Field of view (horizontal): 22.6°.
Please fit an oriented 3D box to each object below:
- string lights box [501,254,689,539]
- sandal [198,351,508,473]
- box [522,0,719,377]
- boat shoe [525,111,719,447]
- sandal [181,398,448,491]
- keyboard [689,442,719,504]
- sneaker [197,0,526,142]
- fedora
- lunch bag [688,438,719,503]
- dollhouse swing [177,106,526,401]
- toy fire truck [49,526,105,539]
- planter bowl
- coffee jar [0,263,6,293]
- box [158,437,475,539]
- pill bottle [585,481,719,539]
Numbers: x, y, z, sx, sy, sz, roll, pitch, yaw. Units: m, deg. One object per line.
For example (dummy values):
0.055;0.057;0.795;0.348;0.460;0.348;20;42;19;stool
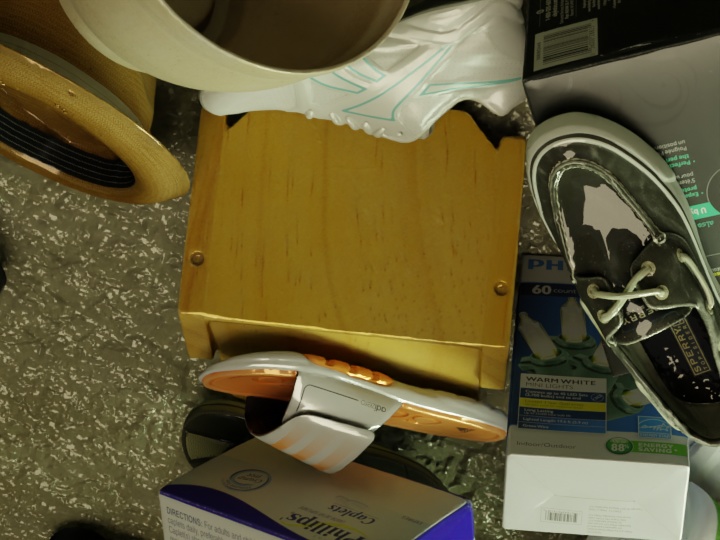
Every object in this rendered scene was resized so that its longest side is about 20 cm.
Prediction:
0.141;0.072;1.079;0.102;0.200;0.059;3;125;5;string lights box
0.000;0.097;1.112;0.206;0.059;0.079;14;161;-19;sandal
0.176;-0.068;1.013;0.124;0.149;0.201;-12;121;16;box
0.150;0.007;0.938;0.071;0.064;0.200;-25;116;25;boat shoe
-0.024;0.133;1.233;0.200;0.057;0.080;25;113;-1;sandal
0.232;0.125;1.134;0.056;0.011;0.200;27;125;-10;keyboard
0.003;-0.108;1.046;0.199;0.070;0.081;-11;108;11;sneaker
-0.178;-0.114;1.054;0.200;0.082;0.201;22;164;6;fedora
0.236;0.160;1.203;0.160;0.076;0.201;-2;122;12;lunch bag
0.000;0.000;1.153;0.199;0.176;0.183;5;83;5;dollhouse swing
-0.160;0.308;1.339;0.199;0.129;0.176;17;124;-18;toy fire truck
-0.087;-0.182;0.967;0.200;0.201;0.135;44;145;-20;planter bowl
-0.300;-0.039;1.129;0.085;0.104;0.200;-12;122;19;coffee jar
-0.021;0.228;1.140;0.183;0.105;0.201;13;117;39;box
0.236;0.230;1.132;0.200;0.111;0.111;41;120;-20;pill bottle
